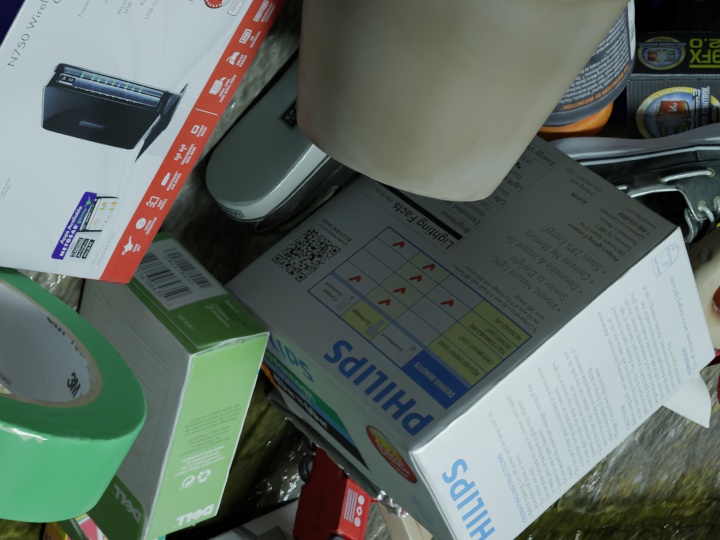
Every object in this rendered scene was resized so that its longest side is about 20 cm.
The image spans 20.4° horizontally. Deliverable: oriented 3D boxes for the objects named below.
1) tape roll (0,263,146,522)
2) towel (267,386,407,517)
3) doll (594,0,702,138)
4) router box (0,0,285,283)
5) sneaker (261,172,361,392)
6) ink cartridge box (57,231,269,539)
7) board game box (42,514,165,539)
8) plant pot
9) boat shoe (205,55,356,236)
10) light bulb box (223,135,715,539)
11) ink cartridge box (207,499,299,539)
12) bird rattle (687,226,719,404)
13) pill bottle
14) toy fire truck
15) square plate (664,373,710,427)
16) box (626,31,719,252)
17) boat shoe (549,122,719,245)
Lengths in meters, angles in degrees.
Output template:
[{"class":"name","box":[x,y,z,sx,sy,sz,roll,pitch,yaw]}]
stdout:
[{"class":"tape roll","box":[-0.199,0.041,0.957,0.200,0.200,0.048,12,114,-57]},{"class":"towel","box":[0.044,0.055,1.325,0.191,0.200,0.032,-44,119,-8]},{"class":"doll","box":[0.193,-0.181,1.387,0.136,0.048,0.201,-14,129,-32]},{"class":"router box","box":[-0.144,-0.095,1.030,0.179,0.049,0.201,8,116,-56]},{"class":"sneaker","box":[0.000,0.000,1.311,0.092,0.076,0.201,-16,137,-50]},{"class":"ink cartridge box","box":[-0.127,0.090,1.202,0.059,0.104,0.201,-16,136,-39]},{"class":"board game box","box":[-0.182,0.221,1.356,0.095,0.030,0.201,-20,141,-42]},{"class":"plant pot","box":[0.045,-0.140,1.070,0.199,0.199,0.175,-4,122,-51]},{"class":"boat shoe","box":[-0.006,-0.101,1.197,0.200,0.071,0.064,-42,149,1]},{"class":"light bulb box","box":[0.064,0.031,1.176,0.200,0.198,0.125,-39,135,-13]},{"class":"ink cartridge box","box":[-0.093,0.267,1.439,0.199,0.084,0.146,-16,135,-56]},{"class":"bird rattle","box":[0.272,0.008,1.332,0.162,0.113,0.200,20,138,-38]},{"class":"pill bottle","box":[0.118,-0.163,1.250,0.106,0.106,0.201,-40,149,-16]},{"class":"toy fire truck","box":[0.018,0.158,1.450,0.141,0.048,0.202,35,54,-40]},{"class":"square plate","box":[0.178,0.010,1.434,0.028,0.199,0.200,-37,153,14]},{"class":"box","box":[0.263,-0.076,1.374,0.201,0.159,0.045,81,13,-48]},{"class":"boat shoe","box":[0.207,-0.047,1.305,0.198,0.071,0.072,-6,146,-6]}]
